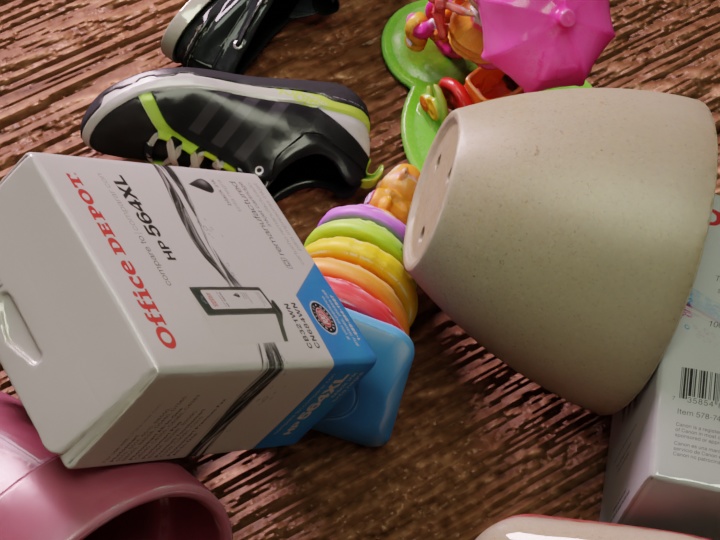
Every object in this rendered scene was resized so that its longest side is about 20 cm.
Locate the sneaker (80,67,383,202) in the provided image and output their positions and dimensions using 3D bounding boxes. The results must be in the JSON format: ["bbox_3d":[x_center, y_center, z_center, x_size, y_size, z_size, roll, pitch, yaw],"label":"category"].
[{"bbox_3d":[-0.083,-0.081,1.274,0.199,0.072,0.083,-1,62,-7],"label":"sneaker"}]

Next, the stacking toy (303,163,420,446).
[{"bbox_3d":[0.000,0.000,1.234,0.109,0.116,0.200,20,49,5],"label":"stacking toy"}]

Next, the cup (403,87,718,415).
[{"bbox_3d":[0.108,-0.028,1.172,0.143,0.200,0.201,16,60,-10],"label":"cup"}]

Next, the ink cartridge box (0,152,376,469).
[{"bbox_3d":[-0.105,0.020,1.053,0.200,0.084,0.146,1,51,-58],"label":"ink cartridge box"}]

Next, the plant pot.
[{"bbox_3d":[-0.200,0.155,1.073,0.179,0.200,0.200,35,62,29],"label":"plant pot"}]

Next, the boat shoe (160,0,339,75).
[{"bbox_3d":[-0.046,-0.197,1.342,0.066,0.075,0.199,42,65,13],"label":"boat shoe"}]

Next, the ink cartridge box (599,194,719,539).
[{"bbox_3d":[0.236,0.078,1.182,0.145,0.145,0.201,12,61,-1],"label":"ink cartridge box"}]

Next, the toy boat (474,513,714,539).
[{"bbox_3d":[0.159,0.211,1.119,0.199,0.131,0.131,3,87,34],"label":"toy boat"}]

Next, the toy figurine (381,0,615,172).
[{"bbox_3d":[0.097,-0.156,1.274,0.150,0.184,0.200,-27,67,-20],"label":"toy figurine"}]
